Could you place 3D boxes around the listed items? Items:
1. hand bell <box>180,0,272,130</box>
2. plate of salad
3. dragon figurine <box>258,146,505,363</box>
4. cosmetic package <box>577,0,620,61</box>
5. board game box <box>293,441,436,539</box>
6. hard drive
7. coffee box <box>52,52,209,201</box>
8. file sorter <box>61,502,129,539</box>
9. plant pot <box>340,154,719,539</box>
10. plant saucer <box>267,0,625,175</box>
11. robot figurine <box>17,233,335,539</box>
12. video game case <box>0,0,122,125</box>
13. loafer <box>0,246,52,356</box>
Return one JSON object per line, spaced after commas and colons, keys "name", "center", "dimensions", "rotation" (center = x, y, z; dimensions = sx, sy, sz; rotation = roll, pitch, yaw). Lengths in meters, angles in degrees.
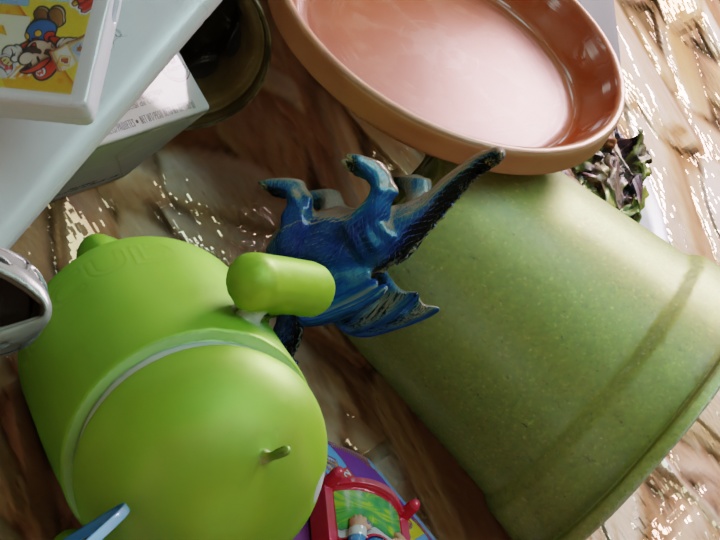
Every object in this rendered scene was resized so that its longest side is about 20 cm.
{"name": "hand bell", "center": [-0.087, -0.171, 1.343], "dimensions": [0.104, 0.104, 0.200], "rotation": [41, 28, -19]}
{"name": "plate of salad", "center": [0.128, -0.050, 1.506], "dimensions": [0.200, 0.048, 0.201], "rotation": [27, 46, -32]}
{"name": "dragon figurine", "center": [0.000, 0.000, 1.208], "dimensions": [0.059, 0.199, 0.100], "rotation": [17, 66, -54]}
{"name": "cosmetic package", "center": [0.092, -0.206, 1.422], "dimensions": [0.107, 0.090, 0.201], "rotation": [-9, 95, -73]}
{"name": "board game box", "center": [0.013, 0.149, 1.208], "dimensions": [0.200, 0.039, 0.158], "rotation": [51, 32, 11]}
{"name": "hard drive", "center": [-0.171, -0.098, 1.121], "dimensions": [0.132, 0.027, 0.200], "rotation": [40, 75, -1]}
{"name": "coffee box", "center": [-0.177, -0.136, 1.206], "dimensions": [0.113, 0.080, 0.201], "rotation": [-24, 83, -51]}
{"name": "file sorter", "center": [-0.103, 0.216, 1.003], "dimensions": [0.200, 0.123, 0.139], "rotation": [53, 37, -4]}
{"name": "plant pot", "center": [0.084, 0.023, 1.309], "dimensions": [0.184, 0.200, 0.201], "rotation": [41, 39, -3]}
{"name": "plant saucer", "center": [0.043, -0.119, 1.289], "dimensions": [0.199, 0.032, 0.201], "rotation": [19, 37, -15]}
{"name": "robot figurine", "center": [-0.085, 0.061, 1.103], "dimensions": [0.115, 0.176, 0.200], "rotation": [28, 13, -31]}
{"name": "video game case", "center": [-0.197, -0.158, 1.102], "dimensions": [0.023, 0.199, 0.183], "rotation": [76, 22, -66]}
{"name": "loafer", "center": [-0.225, 0.004, 1.028], "dimensions": [0.199, 0.070, 0.070], "rotation": [3, 89, -25]}
